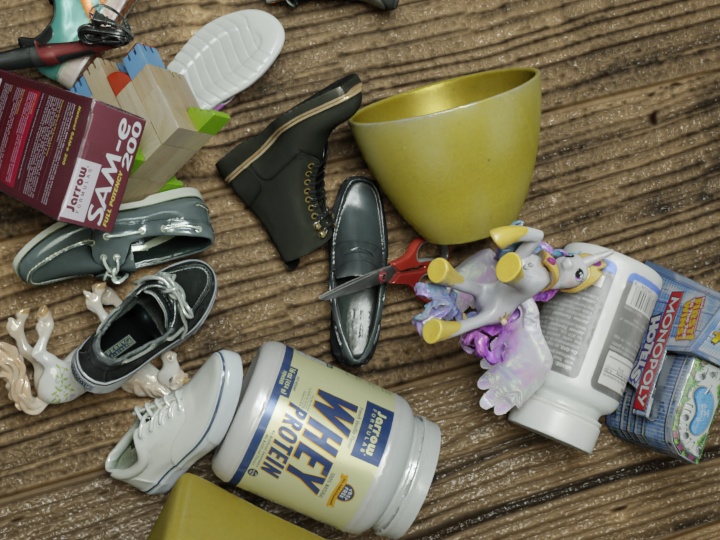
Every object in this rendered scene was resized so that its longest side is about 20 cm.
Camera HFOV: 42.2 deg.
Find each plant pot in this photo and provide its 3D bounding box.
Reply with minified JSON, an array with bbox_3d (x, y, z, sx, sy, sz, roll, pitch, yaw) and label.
[{"bbox_3d":[-0.134,0.349,0.852,0.194,0.200,0.196,27,105,-8],"label":"plant pot"},{"bbox_3d":[0.099,-0.111,0.956,0.197,0.200,0.144,-18,107,-10],"label":"plant pot"}]

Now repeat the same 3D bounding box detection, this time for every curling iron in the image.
[{"bbox_3d":[-0.311,-0.219,0.909,0.197,0.050,0.026,-9,55,16],"label":"curling iron"}]

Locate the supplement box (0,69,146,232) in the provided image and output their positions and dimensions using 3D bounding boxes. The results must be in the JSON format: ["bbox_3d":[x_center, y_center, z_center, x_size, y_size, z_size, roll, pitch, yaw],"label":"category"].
[{"bbox_3d":[-0.289,-0.116,0.871,0.060,0.199,0.110,14,97,-47],"label":"supplement box"}]

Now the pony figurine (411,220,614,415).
[{"bbox_3d":[0.138,0.031,0.914,0.193,0.198,0.168,-43,61,31],"label":"pony figurine"}]

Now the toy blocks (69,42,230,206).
[{"bbox_3d":[-0.234,-0.144,0.920,0.199,0.099,0.138,-38,69,26],"label":"toy blocks"}]

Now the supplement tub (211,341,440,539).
[{"bbox_3d":[-0.034,0.172,0.932,0.198,0.145,0.147,24,84,-7],"label":"supplement tub"}]

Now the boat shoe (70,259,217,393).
[{"bbox_3d":[-0.196,0.038,0.899,0.074,0.068,0.199,48,41,3],"label":"boat shoe"}]

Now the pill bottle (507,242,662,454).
[{"bbox_3d":[0.236,0.084,0.997,0.112,0.114,0.202,24,84,-8],"label":"pill bottle"}]

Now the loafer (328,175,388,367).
[{"bbox_3d":[0.000,0.000,0.982,0.067,0.070,0.204,3,87,-9],"label":"loafer"}]

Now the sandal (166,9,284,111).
[{"bbox_3d":[-0.163,-0.196,0.978,0.202,0.050,0.083,-39,79,4],"label":"sandal"}]

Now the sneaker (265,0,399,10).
[{"bbox_3d":[-0.054,-0.311,0.993,0.197,0.074,0.080,18,94,-2],"label":"sneaker"}]

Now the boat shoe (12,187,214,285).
[{"bbox_3d":[-0.237,-0.022,0.916,0.198,0.073,0.062,-21,68,-24],"label":"boat shoe"}]

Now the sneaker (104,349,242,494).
[{"bbox_3d":[-0.182,0.149,0.897,0.070,0.074,0.201,18,124,-33],"label":"sneaker"}]

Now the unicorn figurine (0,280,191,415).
[{"bbox_3d":[-0.260,0.084,0.937,0.197,0.074,0.139,-20,99,-12],"label":"unicorn figurine"}]

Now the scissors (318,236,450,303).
[{"bbox_3d":[0.029,-0.003,0.960,0.198,0.014,0.074,3,99,-48],"label":"scissors"}]

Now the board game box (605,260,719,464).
[{"bbox_3d":[0.334,0.089,0.969,0.061,0.200,0.203,23,84,-8],"label":"board game box"}]

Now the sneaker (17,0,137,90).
[{"bbox_3d":[-0.272,-0.287,0.949,0.079,0.071,0.202,32,84,-11],"label":"sneaker"}]

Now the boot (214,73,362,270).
[{"bbox_3d":[-0.042,-0.096,0.937,0.077,0.199,0.139,-39,99,-44],"label":"boot"}]
